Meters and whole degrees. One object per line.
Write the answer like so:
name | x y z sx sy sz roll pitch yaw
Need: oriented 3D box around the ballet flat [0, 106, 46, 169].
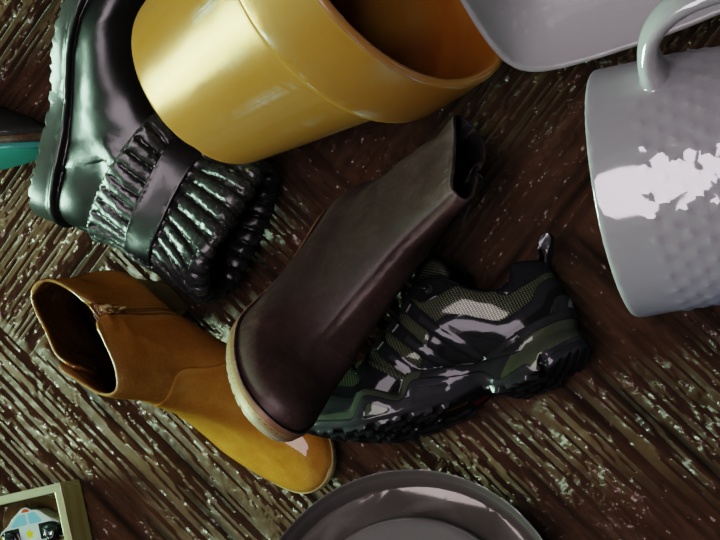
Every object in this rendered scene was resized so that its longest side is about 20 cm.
ballet flat | -0.300 -0.088 1.787 0.200 0.068 0.069 -18 76 24

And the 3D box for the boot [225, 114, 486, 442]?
boot | 0.000 0.000 1.580 0.072 0.200 0.166 39 122 -15

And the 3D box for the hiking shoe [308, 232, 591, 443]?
hiking shoe | 0.045 0.045 1.635 0.200 0.076 0.101 -18 73 18

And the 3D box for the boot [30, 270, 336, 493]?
boot | -0.117 0.076 1.663 0.201 0.144 0.071 43 109 17

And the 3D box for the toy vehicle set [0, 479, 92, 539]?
toy vehicle set | -0.271 0.226 1.805 0.200 0.027 0.125 -15 86 25

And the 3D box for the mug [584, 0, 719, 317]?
mug | 0.224 -0.080 1.480 0.175 0.148 0.200 -10 123 16

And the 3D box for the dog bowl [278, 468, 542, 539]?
dog bowl | 0.032 0.227 1.609 0.200 0.059 0.201 -3 72 8

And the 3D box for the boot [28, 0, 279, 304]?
boot | -0.123 -0.098 1.692 0.158 0.079 0.212 24 112 29

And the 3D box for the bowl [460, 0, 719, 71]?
bowl | 0.140 -0.224 1.514 0.200 0.200 0.075 -20 45 10

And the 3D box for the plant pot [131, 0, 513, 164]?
plant pot | -0.039 -0.160 1.603 0.183 0.200 0.201 -32 78 38
